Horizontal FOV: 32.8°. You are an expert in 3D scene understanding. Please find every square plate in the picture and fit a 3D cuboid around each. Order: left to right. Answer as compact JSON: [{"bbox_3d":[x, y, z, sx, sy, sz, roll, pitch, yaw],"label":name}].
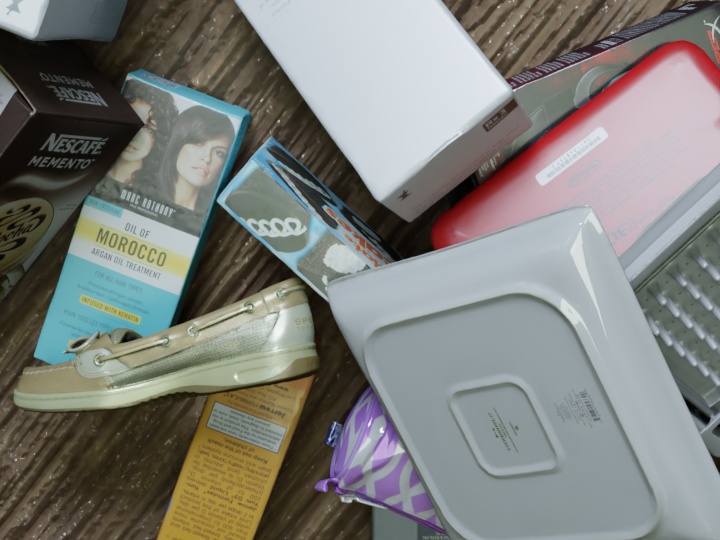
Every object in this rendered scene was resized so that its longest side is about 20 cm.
[{"bbox_3d":[0.084,0.079,0.670,0.197,0.028,0.201,-17,105,45],"label":"square plate"}]

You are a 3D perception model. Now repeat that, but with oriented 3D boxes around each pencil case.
[{"bbox_3d":[0.072,0.145,0.794,0.198,0.084,0.086,25,66,-3],"label":"pencil case"}]

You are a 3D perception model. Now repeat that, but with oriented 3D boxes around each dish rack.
[{"bbox_3d":[0.220,0.011,0.686,0.172,0.044,0.199,-44,131,15],"label":"dish rack"}]

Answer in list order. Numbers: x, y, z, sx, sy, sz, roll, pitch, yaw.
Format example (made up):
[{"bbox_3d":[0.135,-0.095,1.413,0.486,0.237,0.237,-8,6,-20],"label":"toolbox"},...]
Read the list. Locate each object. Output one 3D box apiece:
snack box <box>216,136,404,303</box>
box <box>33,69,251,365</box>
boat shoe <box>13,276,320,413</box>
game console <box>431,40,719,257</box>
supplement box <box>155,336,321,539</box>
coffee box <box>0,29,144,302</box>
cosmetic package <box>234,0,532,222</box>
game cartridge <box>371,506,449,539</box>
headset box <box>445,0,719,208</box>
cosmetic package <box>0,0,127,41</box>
[{"bbox_3d":[0.000,0.000,0.785,0.200,0.116,0.037,42,101,-8],"label":"snack box"},{"bbox_3d":[-0.145,-0.024,0.816,0.082,0.049,0.202,20,101,-3],"label":"box"},{"bbox_3d":[-0.125,0.051,0.768,0.198,0.073,0.064,-10,86,15],"label":"boat shoe"},{"bbox_3d":[0.174,-0.006,0.755,0.199,0.119,0.173,-37,70,7],"label":"game console"},{"bbox_3d":[-0.090,0.134,0.840,0.068,0.067,0.202,18,101,-3],"label":"supplement box"},{"bbox_3d":[-0.243,-0.049,0.756,0.200,0.113,0.080,-47,74,19],"label":"coffee box"},{"bbox_3d":[0.004,-0.139,0.737,0.101,0.074,0.201,-37,72,10],"label":"cosmetic package"},{"bbox_3d":[0.106,0.171,0.860,0.198,0.042,0.135,1,106,1],"label":"game cartridge"},{"bbox_3d":[0.154,-0.066,0.790,0.198,0.077,0.150,-21,101,4],"label":"headset box"},{"bbox_3d":[-0.234,-0.224,0.700,0.198,0.200,0.124,21,101,-4],"label":"cosmetic package"}]
